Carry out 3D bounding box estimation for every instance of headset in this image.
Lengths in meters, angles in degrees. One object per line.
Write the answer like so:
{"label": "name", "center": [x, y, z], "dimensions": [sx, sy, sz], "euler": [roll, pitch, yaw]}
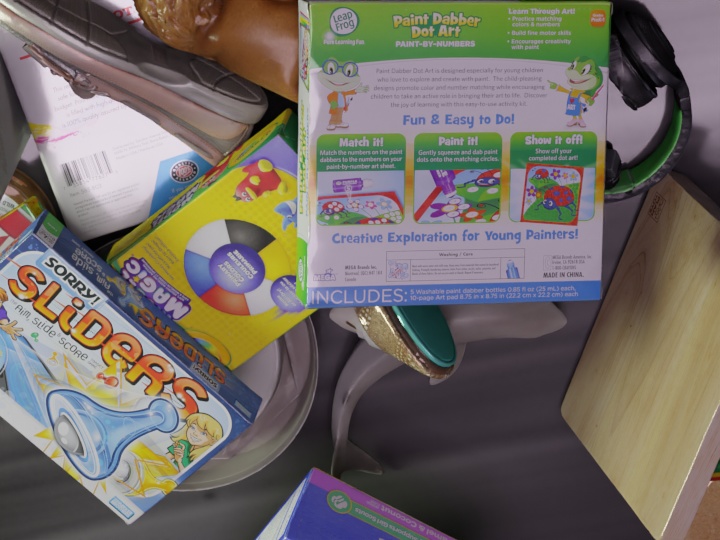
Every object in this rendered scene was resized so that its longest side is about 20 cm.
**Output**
{"label": "headset", "center": [0.159, -0.132, 1.580], "dimensions": [0.123, 0.094, 0.200], "euler": [-16, 117, 5]}

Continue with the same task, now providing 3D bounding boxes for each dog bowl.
{"label": "dog bowl", "center": [-0.128, 0.056, 1.660], "dimensions": [0.200, 0.059, 0.200], "euler": [0, 109, 0]}

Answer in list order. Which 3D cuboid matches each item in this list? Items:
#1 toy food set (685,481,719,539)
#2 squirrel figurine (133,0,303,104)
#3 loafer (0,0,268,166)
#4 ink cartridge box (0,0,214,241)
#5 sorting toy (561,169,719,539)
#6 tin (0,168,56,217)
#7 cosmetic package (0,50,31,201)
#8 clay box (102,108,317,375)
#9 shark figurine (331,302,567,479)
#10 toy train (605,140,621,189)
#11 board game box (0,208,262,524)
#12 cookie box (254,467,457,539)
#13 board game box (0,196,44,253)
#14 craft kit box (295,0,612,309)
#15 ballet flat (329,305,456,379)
{"label": "toy food set", "center": [0.318, 0.185, 1.708], "dimensions": [0.198, 0.049, 0.200], "euler": [2, 109, -1]}
{"label": "squirrel figurine", "center": [-0.053, -0.221, 1.518], "dimensions": [0.200, 0.142, 0.187], "euler": [20, 100, -25]}
{"label": "loafer", "center": [-0.161, -0.128, 1.525], "dimensions": [0.200, 0.072, 0.063], "euler": [24, 115, -14]}
{"label": "ink cartridge box", "center": [-0.176, -0.134, 1.592], "dimensions": [0.115, 0.068, 0.200], "euler": [-17, 108, 4]}
{"label": "sorting toy", "center": [0.235, 0.060, 1.596], "dimensions": [0.070, 0.199, 0.200], "euler": [14, 108, -21]}
{"label": "tin", "center": [-0.291, 0.017, 1.659], "dimensions": [0.112, 0.042, 0.200], "euler": [23, 107, -3]}
{"label": "cosmetic package", "center": [-0.288, -0.093, 1.536], "dimensions": [0.108, 0.200, 0.085], "euler": [-9, 110, 1]}
{"label": "clay box", "center": [-0.084, -0.006, 1.561], "dimensions": [0.200, 0.048, 0.115], "euler": [-37, 107, 25]}
{"label": "shark figurine", "center": [0.029, 0.067, 1.651], "dimensions": [0.214, 0.090, 0.128], "euler": [-42, 102, 10]}
{"label": "toy train", "center": [0.085, -0.081, 1.594], "dimensions": [0.200, 0.046, 0.034], "euler": [9, 70, 23]}
{"label": "board game box", "center": [-0.185, 0.069, 1.578], "dimensions": [0.200, 0.034, 0.135], "euler": [42, 119, -14]}
{"label": "cookie box", "center": [-0.012, 0.254, 1.674], "dimensions": [0.171, 0.075, 0.200], "euler": [29, 135, -9]}
{"label": "board game box", "center": [-0.282, 0.039, 1.623], "dimensions": [0.200, 0.030, 0.096], "euler": [-31, 98, 19]}
{"label": "craft kit box", "center": [0.058, -0.077, 1.486], "dimensions": [0.200, 0.049, 0.198], "euler": [-1, 104, -11]}
{"label": "ballet flat", "center": [0.000, 0.000, 1.608], "dimensions": [0.065, 0.070, 0.200], "euler": [-36, 66, 25]}
